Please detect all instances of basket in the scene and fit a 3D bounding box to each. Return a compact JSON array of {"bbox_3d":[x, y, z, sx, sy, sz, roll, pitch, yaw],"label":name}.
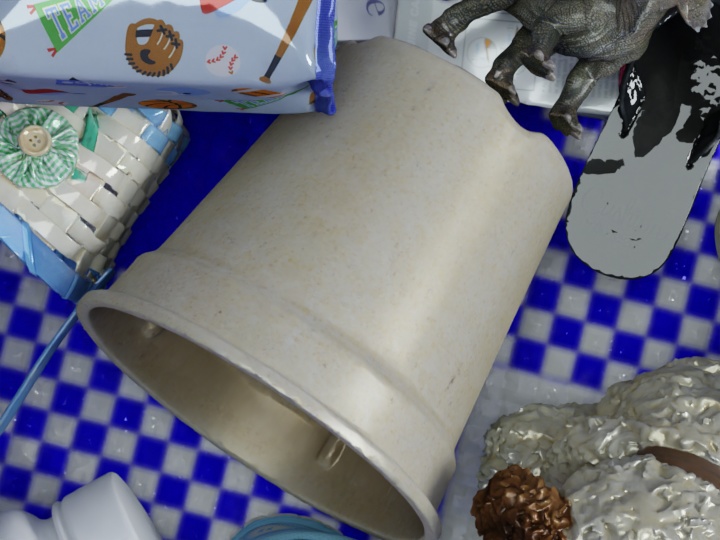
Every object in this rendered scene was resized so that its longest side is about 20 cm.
[{"bbox_3d":[-0.194,-0.037,1.339,0.176,0.139,0.200,38,93,6],"label":"basket"}]

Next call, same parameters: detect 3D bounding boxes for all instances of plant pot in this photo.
[{"bbox_3d":[0.000,0.000,1.313,0.200,0.201,0.184,33,75,6],"label":"plant pot"}]

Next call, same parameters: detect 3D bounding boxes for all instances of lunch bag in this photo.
[{"bbox_3d":[-0.088,-0.176,1.222,0.169,0.124,0.201,3,84,-2],"label":"lunch bag"}]

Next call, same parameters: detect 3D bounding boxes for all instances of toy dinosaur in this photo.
[{"bbox_3d":[0.095,-0.129,1.318,0.102,0.200,0.077,-49,126,-15],"label":"toy dinosaur"}]

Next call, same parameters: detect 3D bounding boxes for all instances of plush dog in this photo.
[{"bbox_3d":[0.147,0.116,1.267,0.200,0.172,0.161,30,126,4],"label":"plush dog"}]

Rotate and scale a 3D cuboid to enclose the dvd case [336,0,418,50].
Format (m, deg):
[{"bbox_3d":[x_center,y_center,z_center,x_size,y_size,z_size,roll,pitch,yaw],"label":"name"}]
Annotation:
[{"bbox_3d":[-0.056,-0.172,1.347,0.199,0.018,0.143,-5,82,-37],"label":"dvd case"}]

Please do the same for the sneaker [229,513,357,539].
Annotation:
[{"bbox_3d":[0.024,0.175,1.330,0.199,0.090,0.079,17,86,4],"label":"sneaker"}]

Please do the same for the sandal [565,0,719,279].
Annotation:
[{"bbox_3d":[0.154,-0.091,1.328,0.075,0.045,0.201,20,87,8],"label":"sandal"}]

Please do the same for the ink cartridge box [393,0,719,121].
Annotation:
[{"bbox_3d":[0.122,-0.153,1.384,0.199,0.047,0.161,6,85,8],"label":"ink cartridge box"}]

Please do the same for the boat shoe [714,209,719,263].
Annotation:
[{"bbox_3d":[0.227,0.047,1.344,0.072,0.065,0.201,-22,83,1],"label":"boat shoe"}]

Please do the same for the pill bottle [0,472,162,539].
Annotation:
[{"bbox_3d":[-0.182,0.185,1.329,0.200,0.113,0.114,-29,83,0],"label":"pill bottle"}]
